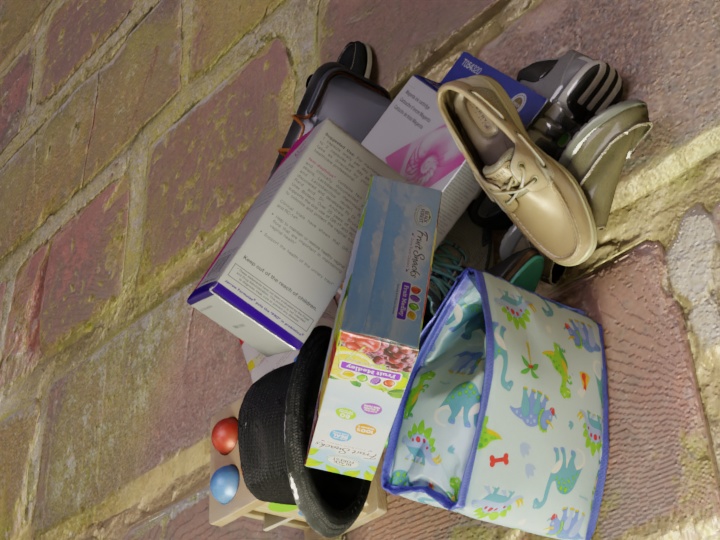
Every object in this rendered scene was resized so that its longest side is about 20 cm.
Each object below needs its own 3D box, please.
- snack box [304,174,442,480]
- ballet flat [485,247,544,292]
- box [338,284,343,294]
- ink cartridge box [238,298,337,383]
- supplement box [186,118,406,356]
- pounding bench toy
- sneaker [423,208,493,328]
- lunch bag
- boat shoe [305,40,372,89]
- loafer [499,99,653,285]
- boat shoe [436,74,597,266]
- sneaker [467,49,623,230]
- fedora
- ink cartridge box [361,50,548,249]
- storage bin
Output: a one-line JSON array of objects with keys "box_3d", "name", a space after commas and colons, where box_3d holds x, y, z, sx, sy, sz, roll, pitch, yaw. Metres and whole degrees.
[{"box_3d": [0.010, 0.051, 0.977, 0.200, 0.067, 0.169, 107, 176, -50], "name": "snack box"}, {"box_3d": [0.108, 0.057, 1.104, 0.068, 0.068, 0.200, 34, 117, 32], "name": "ballet flat"}, {"box_3d": [0.000, 0.000, 1.263, 0.041, 0.039, 0.200, -46, 2, -11], "name": "box"}, {"box_3d": [-0.078, 0.086, 1.384, 0.116, 0.067, 0.200, -50, 38, 24], "name": "ink cartridge box"}, {"box_3d": [-0.060, -0.029, 1.106, 0.200, 0.103, 0.101, -59, 14, -17], "name": "supplement box"}, {"box_3d": [-0.052, 0.187, 1.216, 0.200, 0.156, 0.125, -35, 47, 39], "name": "pounding bench toy"}, {"box_3d": [0.076, 0.022, 1.151, 0.200, 0.077, 0.086, -61, -9, -13], "name": "sneaker"}, {"box_3d": [0.126, 0.115, 1.001, 0.127, 0.170, 0.201, 5, 77, 51], "name": "lunch bag"}, {"box_3d": [-0.041, -0.221, 1.477, 0.074, 0.066, 0.200, -24, 43, 57], "name": "boat shoe"}, {"box_3d": [0.211, -0.068, 1.083, 0.070, 0.075, 0.200, 46, 119, 26], "name": "loafer"}, {"box_3d": [0.135, -0.087, 1.045, 0.072, 0.065, 0.200, -38, 79, 34], "name": "boat shoe"}, {"box_3d": [0.169, -0.137, 1.174, 0.200, 0.075, 0.116, -49, 33, 11], "name": "sneaker"}, {"box_3d": [-0.058, 0.153, 1.102, 0.091, 0.201, 0.201, -9, 62, 23], "name": "fedora"}, {"box_3d": [0.074, -0.129, 1.189, 0.200, 0.043, 0.196, -54, 31, 7], "name": "ink cartridge box"}, {"box_3d": [-0.009, -0.127, 1.356, 0.134, 0.145, 0.200, 26, 94, 45], "name": "storage bin"}]
